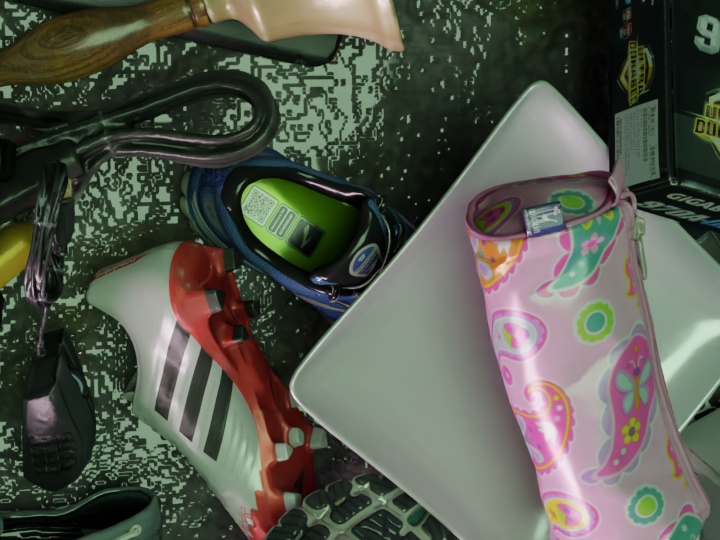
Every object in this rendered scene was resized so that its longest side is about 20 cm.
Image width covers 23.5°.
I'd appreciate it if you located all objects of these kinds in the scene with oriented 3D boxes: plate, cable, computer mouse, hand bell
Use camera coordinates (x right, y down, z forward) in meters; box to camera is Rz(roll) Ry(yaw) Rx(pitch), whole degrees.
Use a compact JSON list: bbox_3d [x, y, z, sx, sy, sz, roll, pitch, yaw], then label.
[{"bbox_3d":[0.087,0.039,0.888,0.200,0.032,0.200,42,84,-24],"label":"plate"},{"bbox_3d":[-0.140,-0.059,0.863,0.198,0.050,0.098,-24,70,-6],"label":"cable"},{"bbox_3d":[-0.143,0.032,0.839,0.034,0.059,0.201,9,132,-1],"label":"computer mouse"},{"bbox_3d":[-0.087,-0.129,0.853,0.198,0.104,0.105,-17,102,2],"label":"hand bell"}]

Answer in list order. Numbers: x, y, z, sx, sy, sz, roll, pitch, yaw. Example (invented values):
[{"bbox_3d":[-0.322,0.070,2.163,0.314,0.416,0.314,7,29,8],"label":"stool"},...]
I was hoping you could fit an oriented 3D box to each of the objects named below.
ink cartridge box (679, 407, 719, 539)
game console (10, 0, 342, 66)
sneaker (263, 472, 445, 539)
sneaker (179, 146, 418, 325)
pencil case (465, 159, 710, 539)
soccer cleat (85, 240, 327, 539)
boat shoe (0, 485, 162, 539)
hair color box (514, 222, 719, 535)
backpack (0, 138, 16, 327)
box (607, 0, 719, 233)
[{"bbox_3d":[0.280,0.121,0.969,0.199,0.086,0.149,-28,127,-18],"label":"ink cartridge box"},{"bbox_3d":[-0.089,-0.209,0.879,0.198,0.031,0.179,10,94,-17],"label":"game console"},{"bbox_3d":[-0.036,0.185,0.885,0.077,0.080,0.200,40,74,12],"label":"sneaker"},{"bbox_3d":[0.000,0.000,0.900,0.199,0.089,0.079,27,90,-17],"label":"sneaker"},{"bbox_3d":[0.111,0.049,0.836,0.087,0.087,0.202,-20,109,-13],"label":"pencil case"},{"bbox_3d":[-0.077,0.074,0.905,0.084,0.069,0.201,-7,121,23],"label":"soccer cleat"},{"bbox_3d":[-0.193,0.136,0.865,0.198,0.073,0.062,4,115,-24],"label":"boat shoe"},{"bbox_3d":[0.137,0.075,0.964,0.200,0.061,0.099,-41,106,-7],"label":"hair color box"},{"bbox_3d":[-0.277,-0.022,0.776,0.198,0.150,0.180,4,90,15],"label":"backpack"},{"bbox_3d":[0.213,-0.097,0.916,0.199,0.046,0.161,13,72,-36],"label":"box"}]
